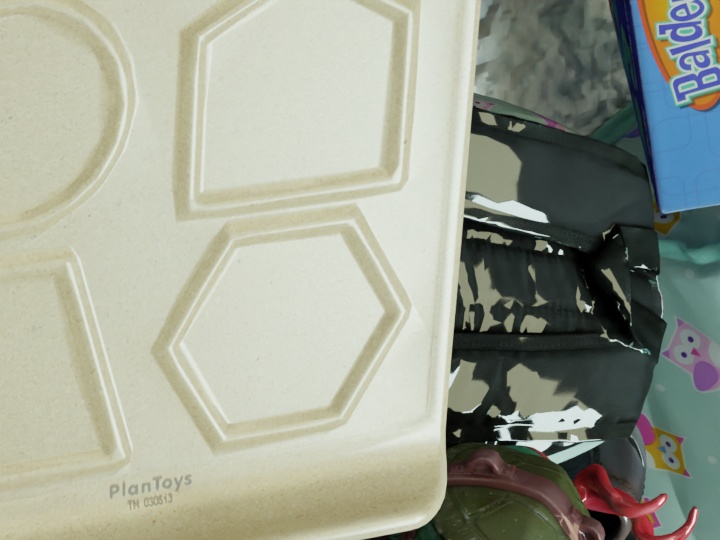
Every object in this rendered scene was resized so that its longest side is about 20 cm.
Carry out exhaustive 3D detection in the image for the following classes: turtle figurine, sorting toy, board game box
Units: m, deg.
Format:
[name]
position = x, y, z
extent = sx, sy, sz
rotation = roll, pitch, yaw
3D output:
[turtle figurine]
position = 0.029, 0.101, 0.888
extent = 0.200, 0.149, 0.101
rotation = -50, 163, -70
[sorting toy]
position = -0.058, -0.015, 0.769
extent = 0.184, 0.036, 0.201
rotation = -9, 114, -24
[board game box]
position = 0.103, -0.135, 1.029
extent = 0.045, 0.200, 0.153
rotation = -9, 119, 4

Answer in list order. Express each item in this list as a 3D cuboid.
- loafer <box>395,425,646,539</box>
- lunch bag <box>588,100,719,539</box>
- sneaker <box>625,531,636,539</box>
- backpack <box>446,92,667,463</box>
[loafer]
position = 0.021, 0.122, 1.055
extent = 0.072, 0.063, 0.200
rotation = 42, 107, -18
[lunch bag]
position = 0.166, 0.000, 1.187
extent = 0.200, 0.121, 0.171
rotation = -46, 129, -41
[sneaker]
position = 0.052, 0.070, 1.110
extent = 0.200, 0.090, 0.076
rotation = 43, 72, -41
[backpack]
position = 0.000, 0.000, 0.982
extent = 0.199, 0.126, 0.168
rotation = 4, 95, -25
